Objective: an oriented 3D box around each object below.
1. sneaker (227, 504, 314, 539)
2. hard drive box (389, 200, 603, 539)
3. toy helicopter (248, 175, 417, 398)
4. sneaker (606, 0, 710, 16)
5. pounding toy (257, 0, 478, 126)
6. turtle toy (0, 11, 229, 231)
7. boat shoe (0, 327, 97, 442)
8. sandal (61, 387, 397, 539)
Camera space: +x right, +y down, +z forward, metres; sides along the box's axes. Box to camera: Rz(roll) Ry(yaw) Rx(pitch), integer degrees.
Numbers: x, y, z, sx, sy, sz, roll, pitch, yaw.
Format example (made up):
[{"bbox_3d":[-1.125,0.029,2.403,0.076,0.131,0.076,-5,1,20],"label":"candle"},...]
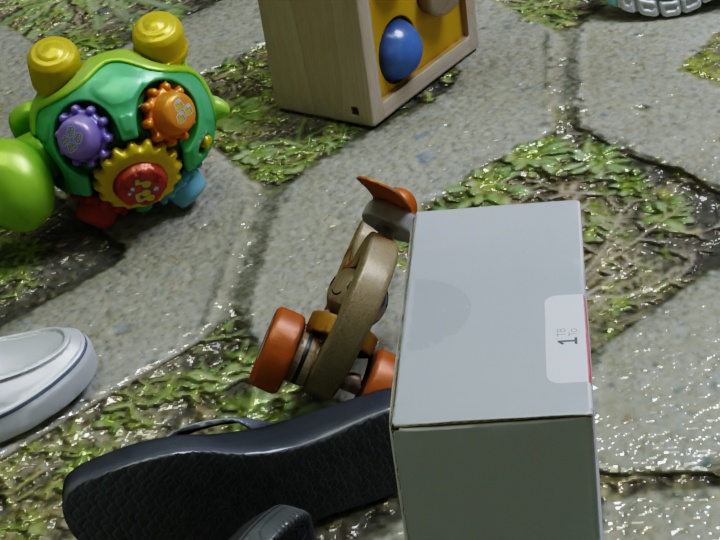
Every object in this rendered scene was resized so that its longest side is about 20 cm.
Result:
[{"bbox_3d":[-0.109,0.171,0.733,0.103,0.061,0.200,12,42,25],"label":"sneaker"},{"bbox_3d":[0.064,0.097,0.673,0.076,0.202,0.157,-4,32,9],"label":"hard drive box"},{"bbox_3d":[0.000,0.000,0.934,0.078,0.134,0.200,22,15,-3],"label":"toy helicopter"},{"bbox_3d":[0.285,-0.261,1.335,0.197,0.079,0.091,-4,16,1],"label":"sneaker"},{"bbox_3d":[0.032,-0.242,1.244,0.141,0.186,0.200,15,38,34],"label":"pounding toy"},{"bbox_3d":[-0.186,-0.087,1.118,0.198,0.147,0.102,-15,53,-9],"label":"turtle toy"},{"bbox_3d":[-0.251,0.070,0.930,0.198,0.066,0.073,-25,34,-23],"label":"boat shoe"},{"bbox_3d":[-0.058,0.106,0.821,0.198,0.077,0.043,-9,31,-21],"label":"sandal"}]
